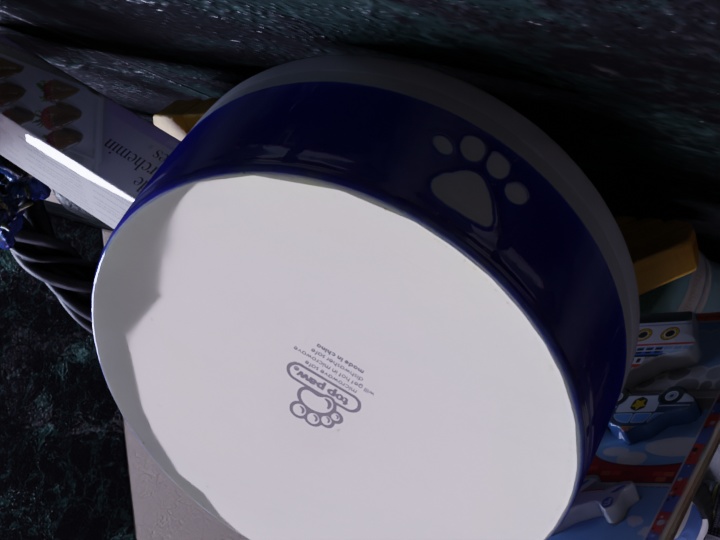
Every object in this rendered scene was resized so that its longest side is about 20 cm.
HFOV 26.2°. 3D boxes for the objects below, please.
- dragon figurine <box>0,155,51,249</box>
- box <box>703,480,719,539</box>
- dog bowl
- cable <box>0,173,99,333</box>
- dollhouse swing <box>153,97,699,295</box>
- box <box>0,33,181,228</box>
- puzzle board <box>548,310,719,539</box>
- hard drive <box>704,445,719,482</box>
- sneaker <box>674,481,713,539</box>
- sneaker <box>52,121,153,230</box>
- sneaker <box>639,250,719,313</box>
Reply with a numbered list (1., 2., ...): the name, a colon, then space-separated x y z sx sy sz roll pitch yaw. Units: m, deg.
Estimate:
1. dragon figurine: -0.228 -0.090 0.816 0.099 0.059 0.201 15 148 19
2. box: 0.290 0.126 0.952 0.159 0.202 0.044 18 176 -32
3. dog bowl: 0.001 0.024 0.591 0.199 0.201 0.079 14 -140 17
4. cable: -0.167 -0.021 1.023 0.200 0.051 0.163 46 -159 -15
5. dollhouse swing: 0.034 -0.043 0.750 0.183 0.175 0.200 61 159 -19
6. box: -0.118 -0.051 0.717 0.199 0.039 0.042 31 152 27
7. puzzle board: 0.070 0.069 0.690 0.199 0.151 0.017 -5 126 40
8. hard drive: 0.144 0.065 0.852 0.199 0.033 0.139 32 164 -32
9. sneaker: 0.136 0.125 0.857 0.075 0.078 0.200 12 162 38
10. sneaker: -0.103 -0.027 0.923 0.198 0.076 0.116 7 -144 8
11. sneaker: 0.185 0.038 0.912 0.130 0.080 0.200 25 175 -14
